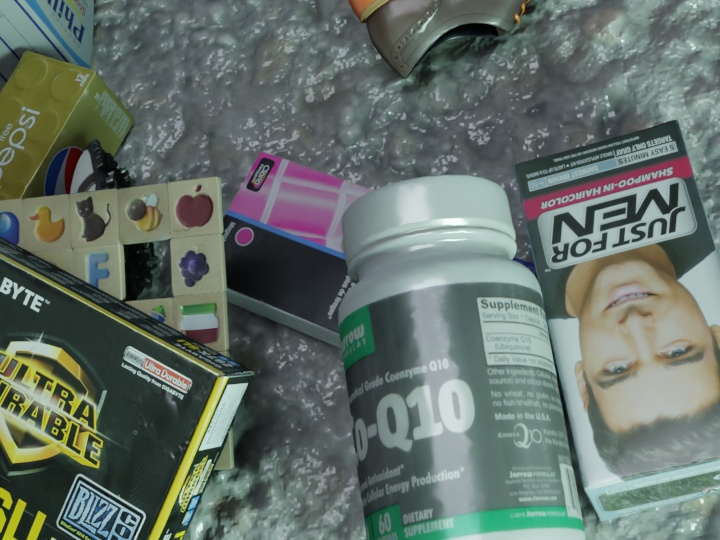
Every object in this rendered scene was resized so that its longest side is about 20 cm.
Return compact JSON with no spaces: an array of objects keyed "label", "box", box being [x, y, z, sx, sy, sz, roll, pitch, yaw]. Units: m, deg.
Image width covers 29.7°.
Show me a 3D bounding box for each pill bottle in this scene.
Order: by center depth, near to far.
[{"label":"pill bottle","box":[0.048,0.060,0.722,0.112,0.113,0.202,-13,70,13]}]

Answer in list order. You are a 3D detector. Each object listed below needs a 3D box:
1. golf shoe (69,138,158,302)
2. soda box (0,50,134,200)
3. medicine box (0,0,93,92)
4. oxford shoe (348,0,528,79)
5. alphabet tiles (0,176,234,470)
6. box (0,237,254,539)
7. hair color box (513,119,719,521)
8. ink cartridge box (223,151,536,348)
[{"label":"golf shoe","box":[-0.178,0.008,0.864,0.094,0.078,0.201,-18,59,10]},{"label":"soda box","box":[-0.237,-0.045,0.918,0.067,0.064,0.201,19,71,26]},{"label":"medicine box","box":[-0.316,-0.200,0.954,0.198,0.182,0.104,-12,61,13]},{"label":"oxford shoe","box":[0.095,-0.194,0.888,0.199,0.071,0.073,-28,87,1]},{"label":"alphabet tiles","box":[-0.169,0.037,0.810,0.198,0.008,0.169,-5,86,20]},{"label":"box","box":[-0.180,0.088,0.782,0.199,0.049,0.161,26,98,19]},{"label":"hair color box","box":[0.154,0.025,0.749,0.098,0.061,0.201,-15,61,11]},{"label":"ink cartridge box","box":[0.000,0.000,0.832,0.199,0.037,0.095,21,73,25]}]
